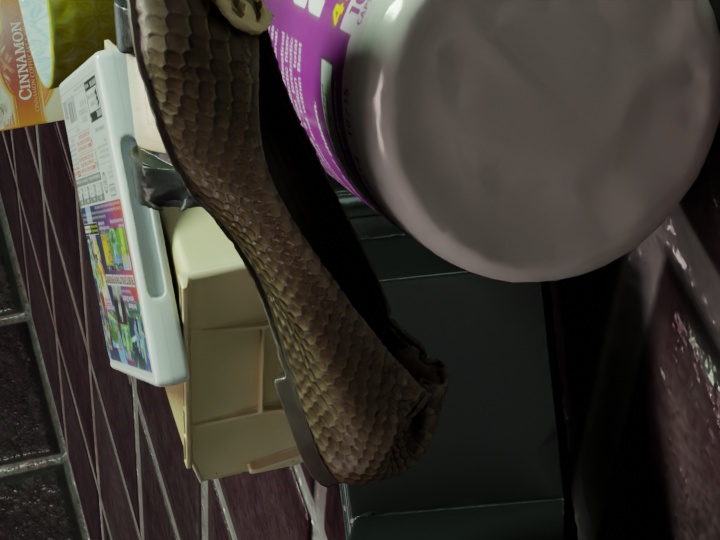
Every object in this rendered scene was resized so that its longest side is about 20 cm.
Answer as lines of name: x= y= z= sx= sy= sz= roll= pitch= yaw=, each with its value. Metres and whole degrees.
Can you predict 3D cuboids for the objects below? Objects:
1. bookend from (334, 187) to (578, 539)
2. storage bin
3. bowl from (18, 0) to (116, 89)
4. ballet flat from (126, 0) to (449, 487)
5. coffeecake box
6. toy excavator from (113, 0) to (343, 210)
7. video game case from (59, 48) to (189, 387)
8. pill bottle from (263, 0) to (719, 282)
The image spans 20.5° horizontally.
bookend: x=0.026 y=0.083 z=0.677 sx=0.200 sy=0.092 sz=0.200 roll=-67 pitch=-29 yaw=-77
storage bin: x=-0.083 y=-0.010 z=1.185 sx=0.199 sy=0.093 sz=0.201 roll=94 pitch=159 yaw=-50
bowl: x=-0.183 y=-0.232 z=1.382 sx=0.200 sy=0.107 sz=0.201 roll=169 pitch=90 yaw=-76
ballet flat: x=-0.018 y=-0.020 z=0.568 sx=0.067 sy=0.046 sz=0.201 roll=-75 pitch=-31 yaw=-56
coffeecake box: x=-0.418 y=-0.229 z=2.142 sx=0.073 sy=0.199 sz=0.154 roll=-127 pitch=28 yaw=-61
toy excavator: x=-0.052 y=-0.111 z=0.987 sx=0.194 sy=0.200 sz=0.100 roll=9 pitch=117 yaw=28
video game case: x=-0.139 y=-0.029 z=1.155 sx=0.200 sy=0.023 sz=0.183 roll=-179 pitch=78 yaw=-75
pill bottle: x=0.027 y=-0.073 z=0.644 sx=0.200 sy=0.112 sz=0.113 roll=-140 pitch=41 yaw=-68
